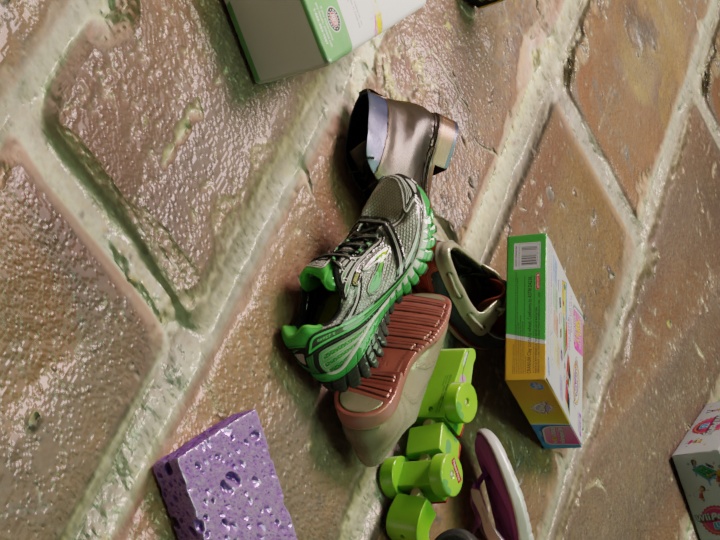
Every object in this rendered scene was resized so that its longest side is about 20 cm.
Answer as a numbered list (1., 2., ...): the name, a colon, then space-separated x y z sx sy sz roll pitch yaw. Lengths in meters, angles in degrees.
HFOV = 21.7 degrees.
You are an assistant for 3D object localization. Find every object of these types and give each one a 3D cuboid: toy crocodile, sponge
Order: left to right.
1. sponge: -0.090 0.221 1.468 0.112 0.030 0.200 -29 103 -56
2. toy crocodile: 0.067 0.156 1.693 0.062 0.067 0.200 51 43 -42

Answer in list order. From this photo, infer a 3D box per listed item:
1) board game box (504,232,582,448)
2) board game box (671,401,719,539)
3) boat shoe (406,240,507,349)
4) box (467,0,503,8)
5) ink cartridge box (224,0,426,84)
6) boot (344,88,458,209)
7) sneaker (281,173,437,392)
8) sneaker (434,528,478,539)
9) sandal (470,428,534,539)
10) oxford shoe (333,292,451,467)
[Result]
1. board game box: 0.184 0.074 1.863 0.200 0.040 0.153 57 33 -60
2. board game box: 0.447 0.271 2.224 0.148 0.064 0.200 -39 113 -55
3. boat shoe: 0.108 0.022 1.807 0.200 0.063 0.071 34 50 -48
4. box: 0.189 -0.375 1.945 0.049 0.200 0.160 25 58 -48
5. ink cartridge box: -0.038 -0.268 1.671 0.200 0.087 0.145 -39 112 -52
6. boot: 0.016 -0.070 1.721 0.097 0.075 0.200 27 63 -20
7. sneaker: 0.000 0.000 1.612 0.085 0.078 0.200 41 62 -36
8. sneaker: 0.102 0.325 1.700 0.087 0.074 0.200 -28 106 -70
9. sandal: 0.129 0.250 1.763 0.050 0.082 0.203 -15 94 -14
10. oxford shoe: 0.030 0.093 1.676 0.200 0.071 0.074 -53 143 -46
